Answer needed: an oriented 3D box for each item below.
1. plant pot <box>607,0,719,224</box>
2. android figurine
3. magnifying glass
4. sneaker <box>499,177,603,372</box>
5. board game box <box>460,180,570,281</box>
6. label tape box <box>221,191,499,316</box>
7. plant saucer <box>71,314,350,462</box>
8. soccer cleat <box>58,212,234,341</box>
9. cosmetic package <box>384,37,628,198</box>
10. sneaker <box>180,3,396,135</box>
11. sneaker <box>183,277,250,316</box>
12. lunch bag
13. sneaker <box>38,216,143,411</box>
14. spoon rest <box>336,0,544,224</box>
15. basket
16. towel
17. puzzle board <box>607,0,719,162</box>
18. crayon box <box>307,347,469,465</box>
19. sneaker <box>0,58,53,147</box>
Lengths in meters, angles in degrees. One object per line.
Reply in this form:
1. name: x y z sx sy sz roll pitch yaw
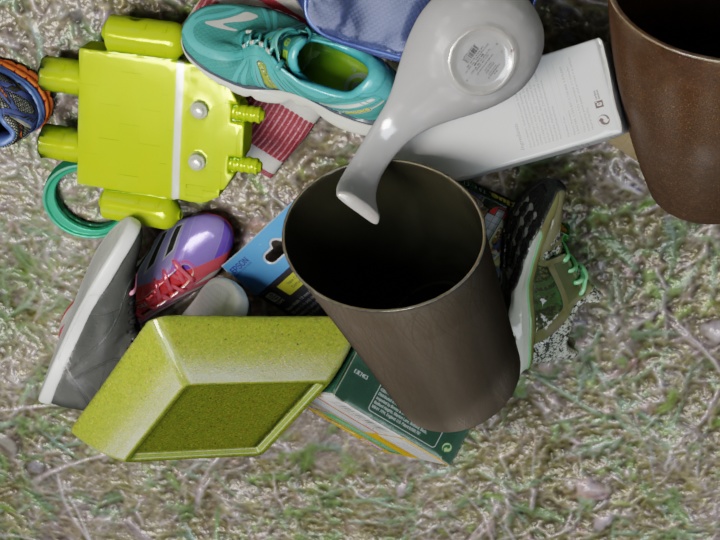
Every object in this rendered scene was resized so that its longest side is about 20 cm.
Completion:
1. plant pot: 0.279 -0.141 1.265 0.186 0.187 0.200 2 135 5
2. android figurine: -0.177 -0.124 1.368 0.199 0.041 0.183 11 113 9
3. magnifying glass: -0.196 -0.083 1.431 0.199 0.022 0.080 -21 119 23
4. sneaker: 0.169 0.004 1.413 0.088 0.077 0.201 -1 127 -10
5. board game box: 0.075 -0.036 1.442 0.199 0.023 0.105 23 123 -8
6. label tape box: 0.000 0.000 1.420 0.200 0.066 0.143 34 136 -16
7. plant saucer: -0.121 0.109 1.384 0.199 0.048 0.200 1 147 -33
8. soccer cleat: -0.195 0.019 1.471 0.200 0.077 0.067 -31 114 22
9. cosmetic package: 0.114 -0.123 1.321 0.199 0.113 0.081 -14 92 13
10. sneaker: -0.055 -0.173 1.277 0.199 0.080 0.078 20 81 19
11. sneaker: -0.106 0.064 1.452 0.099 0.071 0.200 19 158 -15
12. lunch bag: 0.036 -0.236 1.257 0.199 0.132 0.136 17 104 -10
13. sneaker: -0.204 0.047 1.417 0.099 0.071 0.200 21 116 -12
14. spoon rest: 0.054 -0.129 1.206 0.099 0.061 0.200 36 102 -22
15. basket: 0.049 0.031 1.285 0.180 0.136 0.200 25 157 38
16. towel: -0.081 -0.185 1.368 0.144 0.023 0.200 31 121 -15
17. puzzle board: 0.314 -0.128 1.364 0.200 0.017 0.151 31 118 -13
18. crayon box: 0.010 0.121 1.478 0.126 0.200 0.052 32 78 -13
19. sneaker: -0.365 -0.160 1.378 0.199 0.079 0.076 16 121 -4
